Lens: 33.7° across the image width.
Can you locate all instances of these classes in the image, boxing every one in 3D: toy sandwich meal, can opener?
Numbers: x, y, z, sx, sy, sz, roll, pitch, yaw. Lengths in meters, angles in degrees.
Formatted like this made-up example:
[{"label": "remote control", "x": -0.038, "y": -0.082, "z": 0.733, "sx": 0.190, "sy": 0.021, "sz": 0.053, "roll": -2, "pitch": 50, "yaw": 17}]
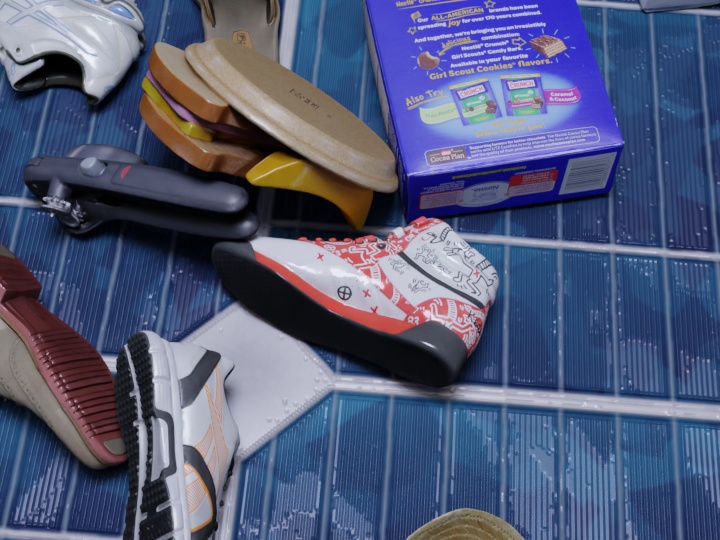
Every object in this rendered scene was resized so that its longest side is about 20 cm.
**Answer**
[{"label": "toy sandwich meal", "x": -0.064, "y": -0.099, "z": 0.874, "sx": 0.205, "sy": 0.205, "sz": 0.070, "roll": 40, "pitch": 105, "yaw": 18}, {"label": "can opener", "x": -0.162, "y": -0.058, "z": 0.863, "sx": 0.199, "sy": 0.063, "sz": 0.079, "roll": 12, "pitch": 66, "yaw": 32}]

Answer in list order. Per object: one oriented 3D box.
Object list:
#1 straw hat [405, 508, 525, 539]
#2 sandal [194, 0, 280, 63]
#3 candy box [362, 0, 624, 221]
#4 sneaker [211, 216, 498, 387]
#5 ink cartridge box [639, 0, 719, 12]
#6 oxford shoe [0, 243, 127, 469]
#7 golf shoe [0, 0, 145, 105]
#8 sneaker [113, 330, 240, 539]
[{"label": "straw hat", "x": 0.032, "y": 0.239, "z": 0.718, "sx": 0.085, "sy": 0.201, "sz": 0.202, "roll": -1, "pitch": 51, "yaw": 46}, {"label": "sandal", "x": -0.106, "y": -0.230, "z": 0.990, "sx": 0.080, "sy": 0.054, "sz": 0.201, "roll": -8, "pitch": 62, "yaw": -6}, {"label": "candy box", "x": 0.098, "y": -0.151, "z": 0.941, "sx": 0.168, "sy": 0.077, "sz": 0.201, "roll": -8, "pitch": 63, "yaw": -5}, {"label": "sneaker", "x": 0.000, "y": 0.001, "z": 0.866, "sx": 0.201, "sy": 0.067, "sz": 0.108, "roll": 23, "pitch": 54, "yaw": 15}, {"label": "ink cartridge box", "x": 0.267, "y": -0.347, "z": 1.012, "sx": 0.085, "sy": 0.147, "sz": 0.201, "roll": -5, "pitch": 62, "yaw": -3}, {"label": "oxford shoe", "x": -0.234, "y": 0.067, "z": 0.831, "sx": 0.075, "sy": 0.070, "sz": 0.200, "roll": -43, "pitch": 73, "yaw": 12}, {"label": "golf shoe", "x": -0.277, "y": -0.196, "z": 0.958, "sx": 0.199, "sy": 0.078, "sz": 0.098, "roll": 17, "pitch": 68, "yaw": 9}, {"label": "sneaker", "x": -0.110, "y": 0.139, "z": 0.781, "sx": 0.080, "sy": 0.074, "sz": 0.201, "roll": 9, "pitch": 69, "yaw": -38}]
